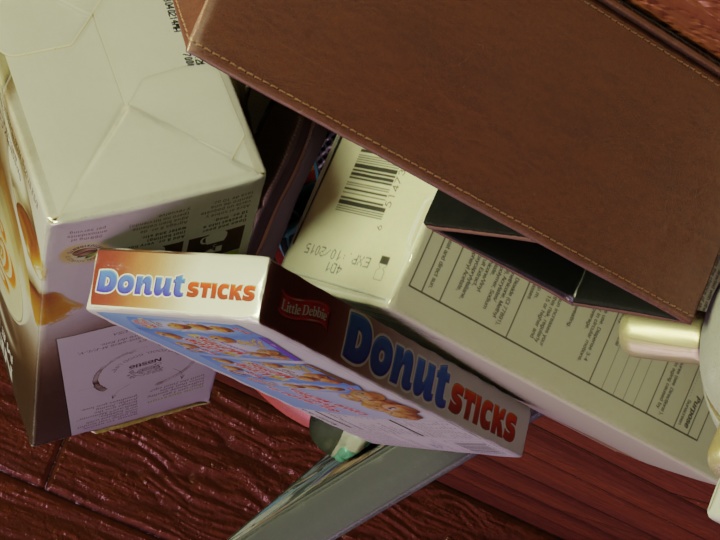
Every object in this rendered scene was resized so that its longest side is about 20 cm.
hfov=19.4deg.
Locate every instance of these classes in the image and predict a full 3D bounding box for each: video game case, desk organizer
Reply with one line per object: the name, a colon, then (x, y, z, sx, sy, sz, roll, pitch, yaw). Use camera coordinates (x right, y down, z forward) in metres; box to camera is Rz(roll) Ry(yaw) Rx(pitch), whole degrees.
video game case: (0.031, 0.078, 1.010, 0.026, 0.200, 0.181, 57, -158, 0)
desk organizer: (0.027, -0.059, 0.639, 0.199, 0.077, 0.072, 27, 171, -29)

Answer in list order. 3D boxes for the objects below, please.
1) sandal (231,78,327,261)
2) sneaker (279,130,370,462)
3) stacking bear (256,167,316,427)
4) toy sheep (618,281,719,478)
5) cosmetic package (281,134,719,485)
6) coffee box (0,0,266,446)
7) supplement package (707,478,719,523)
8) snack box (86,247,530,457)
sandal: (-0.060, -0.010, 0.912, 0.054, 0.200, 0.080, 2, -138, -43)
sneaker: (0.000, 0.000, 0.939, 0.091, 0.078, 0.201, 32, 133, 15)
stacking bear: (-0.005, 0.005, 1.068, 0.200, 0.121, 0.114, 99, 147, -70)
toy sheep: (0.173, 0.033, 0.651, 0.199, 0.139, 0.138, 11, 168, 24)
cosmetic package: (0.077, -0.001, 0.807, 0.200, 0.106, 0.071, 30, 171, -37)
coffee box: (-0.100, -0.027, 0.795, 0.079, 0.115, 0.200, -14, 156, -17)
supplement package: (0.252, 0.076, 0.762, 0.199, 0.120, 0.121, 15, 171, 42)
snack box: (-0.012, 0.034, 0.761, 0.072, 0.024, 0.200, 4, 165, 31)
